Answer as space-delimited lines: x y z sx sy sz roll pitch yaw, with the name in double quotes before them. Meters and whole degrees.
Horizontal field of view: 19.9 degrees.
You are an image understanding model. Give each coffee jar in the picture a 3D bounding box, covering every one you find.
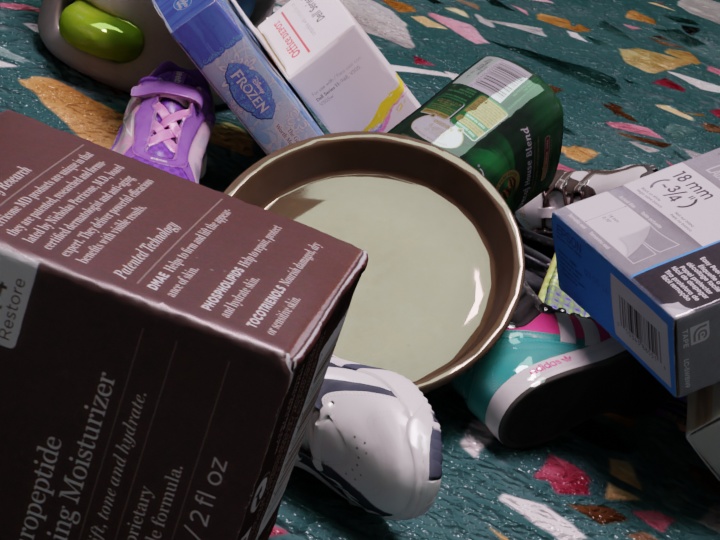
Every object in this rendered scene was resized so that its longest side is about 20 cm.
"coffee jar" 0.048 -0.057 1.384 0.085 0.104 0.200 33 51 27

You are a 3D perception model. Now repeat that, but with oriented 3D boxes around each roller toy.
"roller toy" -0.163 -0.230 1.679 0.182 0.140 0.200 10 21 -24

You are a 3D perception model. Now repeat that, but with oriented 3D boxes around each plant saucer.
"plant saucer" 0.000 0.000 1.250 0.200 0.029 0.200 0 55 0

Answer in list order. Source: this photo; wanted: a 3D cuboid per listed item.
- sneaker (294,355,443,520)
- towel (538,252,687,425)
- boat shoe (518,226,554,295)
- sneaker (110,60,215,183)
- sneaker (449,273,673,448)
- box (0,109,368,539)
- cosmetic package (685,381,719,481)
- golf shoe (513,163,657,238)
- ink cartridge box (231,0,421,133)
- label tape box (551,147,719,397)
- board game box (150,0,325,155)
"sneaker" -0.055 0.074 1.086 0.130 0.080 0.199 -3 33 -35
"towel" 0.219 0.044 1.401 0.200 0.023 0.144 22 46 3
"boat shoe" 0.163 0.000 1.481 0.199 0.066 0.075 14 20 -14
"sneaker" -0.138 -0.091 1.417 0.080 0.089 0.200 18 21 -6
"sneaker" 0.123 0.044 1.308 0.200 0.084 0.121 -10 42 -42
"box" -0.125 0.050 0.950 0.200 0.166 0.164 20 21 5
"cosmetic package" 0.261 0.062 1.279 0.105 0.071 0.200 49 29 -19
"golf shoe" 0.169 -0.041 1.559 0.094 0.078 0.200 -2 0 -13
"ink cartridge box" -0.010 -0.143 1.548 0.200 0.067 0.117 50 4 -30
"label tape box" 0.237 -0.014 1.233 0.200 0.063 0.144 -20 35 -16
"board game box" -0.086 -0.146 1.514 0.199 0.043 0.200 52 3 -30
